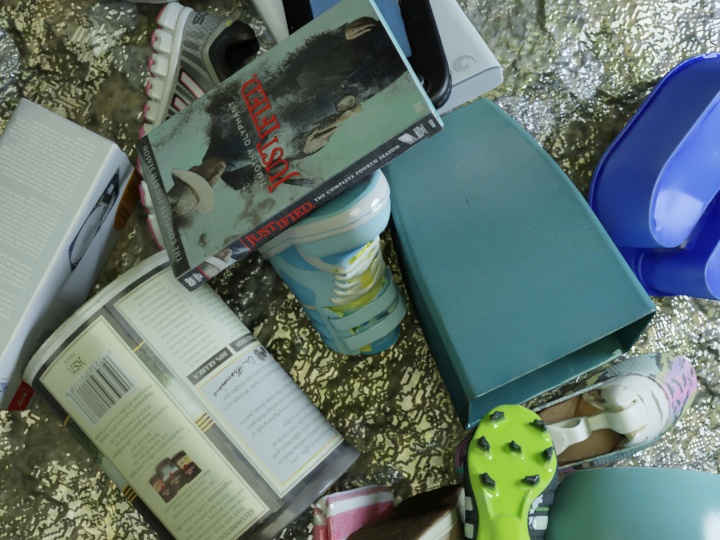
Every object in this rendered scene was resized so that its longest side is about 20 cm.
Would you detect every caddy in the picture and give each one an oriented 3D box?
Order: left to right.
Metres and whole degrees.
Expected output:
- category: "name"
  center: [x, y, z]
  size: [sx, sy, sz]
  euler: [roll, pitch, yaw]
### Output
- category: "caddy"
  center: [0.261, -0.070, 0.966]
  size: [0.141, 0.105, 0.200]
  euler: [40, 84, -19]

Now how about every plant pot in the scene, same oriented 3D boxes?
- category: "plant pot"
  center: [0.097, -0.011, 0.942]
  size: [0.141, 0.141, 0.200]
  euler: [-25, 74, -4]
- category: "plant pot"
  center: [0.203, 0.224, 0.891]
  size: [0.200, 0.201, 0.161]
  euler: [5, 73, -1]

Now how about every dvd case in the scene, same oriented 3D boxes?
- category: "dvd case"
  center: [-0.055, -0.091, 0.865]
  size: [0.200, 0.022, 0.146]
  euler: [-33, 48, 11]

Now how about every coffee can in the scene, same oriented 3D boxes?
- category: "coffee can"
  center: [-0.119, 0.104, 0.916]
  size: [0.146, 0.146, 0.200]
  euler: [-41, 86, -5]

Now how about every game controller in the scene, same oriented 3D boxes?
- category: "game controller"
  center: [0.000, -0.178, 0.921]
  size: [0.104, 0.042, 0.200]
  euler: [-15, 57, 4]

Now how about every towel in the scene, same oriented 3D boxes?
- category: "towel"
  center: [-0.011, 0.253, 0.905]
  size: [0.030, 0.146, 0.200]
  euler: [1, 84, 16]

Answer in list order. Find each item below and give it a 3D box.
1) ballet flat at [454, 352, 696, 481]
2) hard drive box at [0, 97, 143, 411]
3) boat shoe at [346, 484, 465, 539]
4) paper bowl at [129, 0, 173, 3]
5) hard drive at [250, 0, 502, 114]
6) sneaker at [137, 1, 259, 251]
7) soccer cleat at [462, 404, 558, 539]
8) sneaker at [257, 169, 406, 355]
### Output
- category: "ballet flat"
  center: [0.166, 0.117, 0.958]
  size: [0.200, 0.071, 0.069]
  euler: [-20, 86, -3]
- category: "hard drive box"
  center: [-0.240, -0.005, 0.921]
  size: [0.077, 0.156, 0.200]
  euler: [27, 85, 1]
- category: "boat shoe"
  center: [0.041, 0.198, 0.886]
  size: [0.072, 0.200, 0.065]
  euler: [-17, 87, 14]
- category: "paper bowl"
  center: [-0.155, -0.303, 0.978]
  size: [0.200, 0.104, 0.201]
  euler: [0, 81, -1]
- category: "hard drive"
  center: [0.002, -0.186, 0.966]
  size: [0.132, 0.027, 0.200]
  euler: [-26, 58, -4]
- category: "sneaker"
  center: [-0.115, -0.107, 0.974]
  size: [0.087, 0.074, 0.200]
  euler: [2, 79, 5]
- category: "soccer cleat"
  center: [0.094, 0.177, 0.865]
  size: [0.067, 0.081, 0.200]
  euler: [13, 43, -3]
- category: "sneaker"
  center: [0.000, 0.000, 0.911]
  size: [0.080, 0.200, 0.131]
  euler: [-37, 98, -15]
